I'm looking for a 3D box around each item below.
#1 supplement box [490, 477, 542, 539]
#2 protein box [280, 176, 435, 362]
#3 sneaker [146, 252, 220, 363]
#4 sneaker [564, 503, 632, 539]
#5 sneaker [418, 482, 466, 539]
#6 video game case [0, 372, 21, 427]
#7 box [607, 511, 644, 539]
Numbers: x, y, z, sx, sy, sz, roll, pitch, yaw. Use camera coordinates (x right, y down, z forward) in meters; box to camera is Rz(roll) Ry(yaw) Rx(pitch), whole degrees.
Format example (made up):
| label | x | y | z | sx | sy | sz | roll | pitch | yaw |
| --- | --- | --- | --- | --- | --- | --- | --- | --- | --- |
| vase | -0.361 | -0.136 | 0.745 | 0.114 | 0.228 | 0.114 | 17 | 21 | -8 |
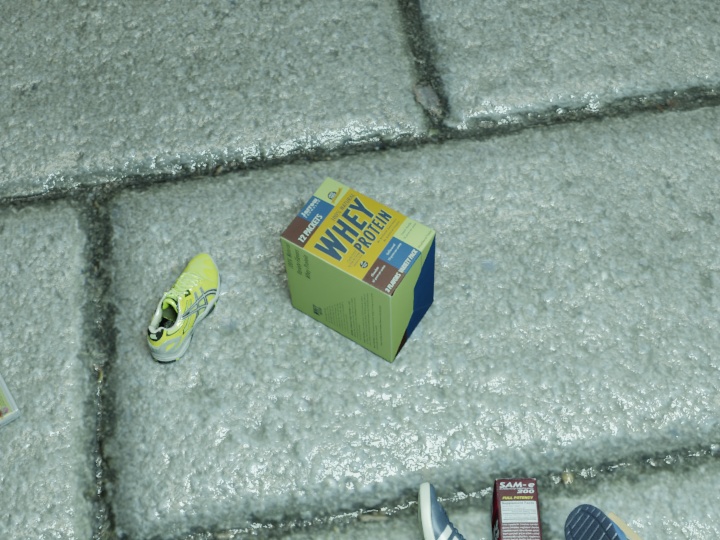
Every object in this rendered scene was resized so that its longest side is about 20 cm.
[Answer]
| label | x | y | z | sx | sy | sz | roll | pitch | yaw |
| --- | --- | --- | --- | --- | --- | --- | --- | --- | --- |
| supplement box | 0.212 | 0.395 | 1.305 | 0.060 | 0.110 | 0.203 | -1 | 56 | 3 |
| protein box | 0.000 | 0.000 | 1.516 | 0.198 | 0.200 | 0.136 | 27 | 61 | 20 |
| sneaker | -0.283 | 0.050 | 1.570 | 0.074 | 0.077 | 0.202 | 11 | 57 | 12 |
| sneaker | 0.353 | 0.395 | 1.300 | 0.074 | 0.082 | 0.200 | -50 | 45 | 3 |
| sneaker | 0.133 | 0.388 | 1.338 | 0.083 | 0.075 | 0.203 | -12 | 67 | -3 |
| video game case | -0.653 | 0.198 | 1.526 | 0.180 | 0.022 | 0.201 | -31 | 60 | -16 |
| box | 0.367 | 0.451 | 1.313 | 0.163 | 0.021 | 0.199 | -39 | 63 | -21 |
